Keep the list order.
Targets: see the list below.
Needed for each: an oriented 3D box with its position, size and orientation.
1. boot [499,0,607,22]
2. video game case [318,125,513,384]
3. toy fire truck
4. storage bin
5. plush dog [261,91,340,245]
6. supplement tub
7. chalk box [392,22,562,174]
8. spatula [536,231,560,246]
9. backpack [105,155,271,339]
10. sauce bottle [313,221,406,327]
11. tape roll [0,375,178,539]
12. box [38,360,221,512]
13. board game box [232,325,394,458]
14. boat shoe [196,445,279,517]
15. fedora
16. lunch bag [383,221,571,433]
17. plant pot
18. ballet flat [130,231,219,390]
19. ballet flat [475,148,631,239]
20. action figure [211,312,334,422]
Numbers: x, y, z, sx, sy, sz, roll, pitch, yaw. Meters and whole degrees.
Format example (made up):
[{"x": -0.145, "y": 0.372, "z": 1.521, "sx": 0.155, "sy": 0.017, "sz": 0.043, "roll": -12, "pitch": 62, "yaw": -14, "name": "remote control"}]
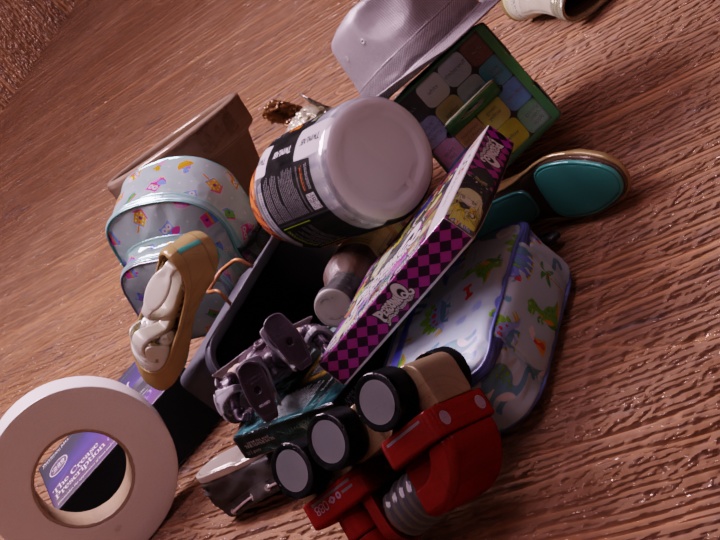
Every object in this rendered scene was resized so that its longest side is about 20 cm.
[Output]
[{"x": 0.255, "y": -0.365, "z": 1.699, "sx": 0.201, "sy": 0.072, "sz": 0.155, "roll": -54, "pitch": 23, "yaw": -4, "name": "boot"}, {"x": 0.051, "y": -0.015, "z": 1.327, "sx": 0.200, "sy": 0.036, "sz": 0.182, "roll": -50, "pitch": 6, "yaw": 34, "name": "video game case"}, {"x": 0.036, "y": 0.188, "z": 1.154, "sx": 0.128, "sy": 0.201, "sz": 0.176, "roll": -15, "pitch": -20, "yaw": -50, "name": "toy fire truck"}, {"x": -0.107, "y": 0.061, "z": 1.570, "sx": 0.134, "sy": 0.145, "sz": 0.201, "roll": -30, "pitch": 27, "yaw": 55, "name": "storage bin"}, {"x": -0.049, "y": -0.088, "z": 1.658, "sx": 0.200, "sy": 0.159, "sz": 0.173, "roll": 136, "pitch": 149, "yaw": -80, "name": "plush dog"}, {"x": -0.026, "y": -0.090, "z": 1.461, "sx": 0.123, "sy": 0.122, "sz": 0.200, "roll": -57, "pitch": 19, "yaw": -24, "name": "supplement tub"}, {"x": 0.112, "y": -0.158, "z": 1.479, "sx": 0.125, "sy": 0.124, "sz": 0.200, "roll": -42, "pitch": 5, "yaw": 8, "name": "chalk box"}, {"x": 0.114, "y": -0.009, "z": 1.432, "sx": 0.199, "sy": 0.021, "sz": 0.056, "roll": -16, "pitch": 17, "yaw": 44, "name": "spatula"}, {"x": -0.194, "y": -0.024, "z": 1.708, "sx": 0.174, "sy": 0.201, "sz": 0.154, "roll": -11, "pitch": 33, "yaw": 27, "name": "backpack"}, {"x": 0.000, "y": 0.000, "z": 1.499, "sx": 0.064, "sy": 0.065, "sz": 0.200, "roll": -34, "pitch": 11, "yaw": 27, "name": "sauce bottle"}, {"x": -0.286, "y": 0.209, "z": 1.543, "sx": 0.203, "sy": 0.203, "sz": 0.037, "roll": -47, "pitch": 24, "yaw": -2, "name": "tape roll"}, {"x": -0.258, "y": 0.192, "z": 1.678, "sx": 0.200, "sy": 0.079, "sz": 0.141, "roll": -48, "pitch": 21, "yaw": -4, "name": "box"}, {"x": -0.022, "y": 0.095, "z": 1.420, "sx": 0.135, "sy": 0.028, "sz": 0.200, "roll": -23, "pitch": 17, "yaw": 39, "name": "board game box"}, {"x": -0.068, "y": 0.180, "z": 1.418, "sx": 0.199, "sy": 0.057, "sz": 0.067, "roll": -25, "pitch": 15, "yaw": 32, "name": "boat shoe"}, {"x": 0.041, "y": -0.238, "z": 1.465, "sx": 0.177, "sy": 0.090, "sz": 0.200, "roll": -45, "pitch": 6, "yaw": -28, "name": "fedora"}, {"x": 0.091, "y": 0.063, "z": 1.291, "sx": 0.160, "sy": 0.082, "sz": 0.201, "roll": -30, "pitch": 27, "yaw": 41, "name": "lunch bag"}, {"x": -0.183, "y": -0.093, "z": 1.849, "sx": 0.199, "sy": 0.175, "sz": 0.200, "roll": -35, "pitch": 10, "yaw": 7, "name": "plant pot"}, {"x": -0.199, "y": 0.045, "z": 1.495, "sx": 0.063, "sy": 0.069, "sz": 0.201, "roll": -23, "pitch": -36, "yaw": -48, "name": "ballet flat"}, {"x": 0.176, "y": -0.080, "z": 1.393, "sx": 0.199, "sy": 0.069, "sz": 0.063, "roll": -18, "pitch": 22, "yaw": 46, "name": "ballet flat"}, {"x": -0.081, "y": 0.089, "z": 1.379, "sx": 0.130, "sy": 0.069, "sz": 0.200, "roll": -42, "pitch": 0, "yaw": -4, "name": "action figure"}]
